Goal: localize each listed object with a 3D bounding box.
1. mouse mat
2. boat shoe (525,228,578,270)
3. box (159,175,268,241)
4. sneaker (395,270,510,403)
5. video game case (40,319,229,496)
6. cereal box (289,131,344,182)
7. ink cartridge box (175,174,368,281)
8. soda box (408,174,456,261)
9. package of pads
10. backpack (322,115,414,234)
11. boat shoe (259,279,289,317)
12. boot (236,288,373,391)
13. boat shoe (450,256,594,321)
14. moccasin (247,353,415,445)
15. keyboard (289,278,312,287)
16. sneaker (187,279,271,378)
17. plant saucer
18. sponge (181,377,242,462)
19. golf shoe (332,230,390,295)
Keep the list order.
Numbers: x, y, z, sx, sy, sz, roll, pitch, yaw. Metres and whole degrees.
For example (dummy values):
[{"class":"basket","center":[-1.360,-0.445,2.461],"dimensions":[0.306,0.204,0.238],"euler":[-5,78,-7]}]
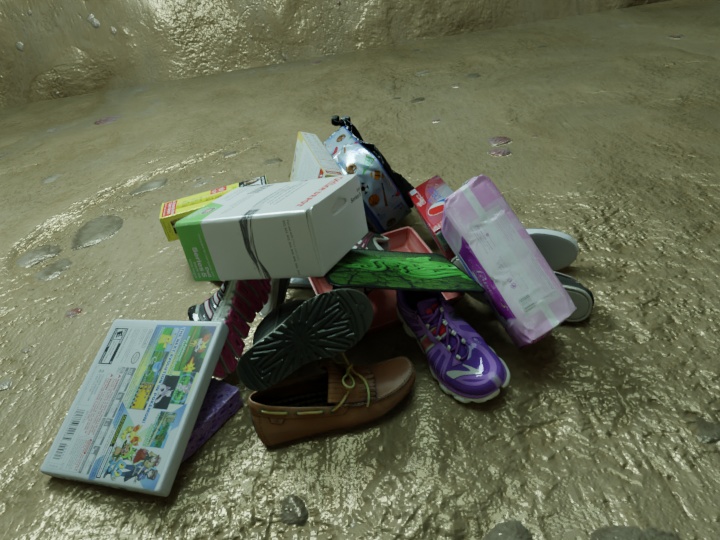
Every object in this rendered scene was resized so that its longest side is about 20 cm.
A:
[{"class":"mouse mat","center":[0.042,-0.003,0.705],"dimensions":[0.196,0.008,0.161],"euler":[4,17,-15]},{"class":"boat shoe","center":[0.238,-0.042,0.874],"dimensions":[0.196,0.072,0.070],"euler":[-3,34,23]},{"class":"box","center":[-0.257,-0.114,1.002],"dimensions":[0.196,0.051,0.076],"euler":[-17,32,-4]},{"class":"sneaker","center":[0.098,0.077,0.677],"dimensions":[0.080,0.084,0.200],"euler":[-37,51,-7]},{"class":"video game case","center":[-0.265,0.151,0.660],"dimensions":[0.179,0.022,0.203],"euler":[-1,55,23]},{"class":"cereal box","center":[-0.080,-0.125,0.908],"dimensions":[0.039,0.146,0.201],"euler":[4,30,-22]},{"class":"ink cartridge box","center":[-0.108,-0.055,0.709],"dimensions":[0.196,0.086,0.146],"euler":[-2,25,27]},{"class":"soda box","center":[0.133,-0.082,0.871],"dimensions":[0.063,0.071,0.201],"euler":[-29,24,7]},{"class":"package of pads","center":[0.175,-0.008,0.685],"dimensions":[0.075,0.121,0.202],"euler":[-31,76,1]},{"class":"backpack","center":[0.003,-0.152,1.001],"dimensions":[0.154,0.200,0.190],"euler":[-47,34,0]},{"class":"boat shoe","center":[-0.129,-0.023,0.873],"dimensions":[0.056,0.204,0.066],"euler":[14,-28,-42]},{"class":"boot","center":[-0.068,0.069,0.693],"dimensions":[0.179,0.074,0.200],"euler":[-26,1,2]},{"class":"boat shoe","center":[0.221,0.021,0.772],"dimensions":[0.197,0.068,0.057],"euler":[18,20,16]},{"class":"moccasin","center":[-0.031,0.138,0.646],"dimensions":[0.197,0.079,0.074],"euler":[-11,31,-3]},{"class":"keyboard","center":[-0.071,0.011,0.925],"dimensions":[0.196,0.011,0.057],"euler":[4,34,20]},{"class":"sneaker","center":[-0.189,0.052,0.762],"dimensions":[0.086,0.074,0.202],"euler":[-3,50,27]},{"class":"plant saucer","center":[0.028,0.021,0.842],"dimensions":[0.196,0.037,0.201],"euler":[-17,39,-12]},{"class":"sponge","center":[-0.257,0.165,0.711],"dimensions":[0.197,0.030,0.111],"euler":[14,39,33]},{"class":"golf shoe","center":[0.000,0.000,0.785],"dimensions":[0.086,0.078,0.202],"euler":[1,38,2]}]
